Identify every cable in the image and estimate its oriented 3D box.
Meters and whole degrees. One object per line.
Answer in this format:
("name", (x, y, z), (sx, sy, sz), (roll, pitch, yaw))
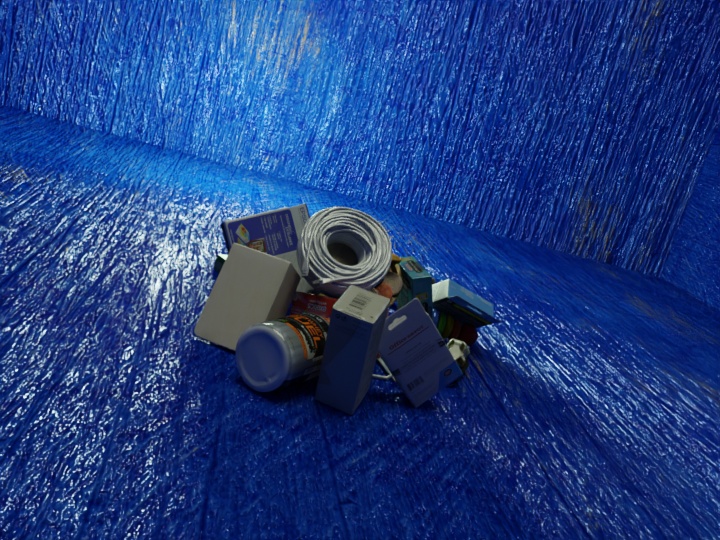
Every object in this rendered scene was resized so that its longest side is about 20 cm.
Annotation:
("cable", (-0.034, -0.037, 1.601), (0.198, 0.069, 0.202), (6, 58, -15))

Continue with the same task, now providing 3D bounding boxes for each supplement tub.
("supplement tub", (-0.123, 0.143, 1.396), (0.122, 0.124, 0.200), (23, 15, 24))

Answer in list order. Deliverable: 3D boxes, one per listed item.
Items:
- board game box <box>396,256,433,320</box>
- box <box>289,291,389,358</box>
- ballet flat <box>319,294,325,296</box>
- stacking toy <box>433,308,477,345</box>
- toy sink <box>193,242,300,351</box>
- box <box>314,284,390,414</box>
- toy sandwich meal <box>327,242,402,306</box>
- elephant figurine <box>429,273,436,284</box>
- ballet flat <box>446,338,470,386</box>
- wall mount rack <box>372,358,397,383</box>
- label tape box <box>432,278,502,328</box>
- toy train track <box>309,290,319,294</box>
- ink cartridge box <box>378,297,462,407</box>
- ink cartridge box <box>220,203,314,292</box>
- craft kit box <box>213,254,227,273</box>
("board game box", (0.121, 0.087, 1.728), (0.046, 0.202, 0.151), (-6, 19, -10))
("box", (-0.049, 0.108, 1.552), (0.199, 0.101, 0.095), (8, -4, 45))
("ballet flat", (-0.036, 0.056, 1.785), (0.199, 0.071, 0.070), (-22, -15, 40))
("stacking toy", (0.199, 0.134, 1.906), (0.198, 0.086, 0.085), (19, 13, -8))
("toy sink", (-0.222, 0.070, 1.539), (0.129, 0.201, 0.112), (18, -16, 13))
("box", (-0.015, 0.139, 1.345), (0.077, 0.201, 0.095), (20, 29, 13))
("toy sandwich meal", (0.000, 0.000, 1.672), (0.203, 0.207, 0.070), (15, -27, -6))
("elephant figurine", (0.069, 0.032, 2.067), (0.200, 0.155, 0.142), (42, 52, 0))
("ballet flat", (0.210, 0.193, 1.700), (0.067, 0.069, 0.200), (17, 14, 6))
("wall mount rack", (0.039, 0.171, 1.596), (0.173, 0.075, 0.200), (-26, 24, -9))
("label tape box", (0.251, 0.085, 1.920), (0.143, 0.064, 0.200), (29, -22, -18))
("toy train track", (-0.153, 0.031, 1.782), (0.200, 0.115, 0.033), (51, 47, -4))
("ink cartridge box", (0.094, 0.143, 1.448), (0.201, 0.116, 0.068), (59, -6, -27))
("ink cartridge box", (-0.192, -0.032, 1.724), (0.198, 0.200, 0.047), (-15, 1, -25))
("craft kit box", (-0.233, 0.019, 1.919), (0.196, 0.049, 0.200), (8, 17, -41))
